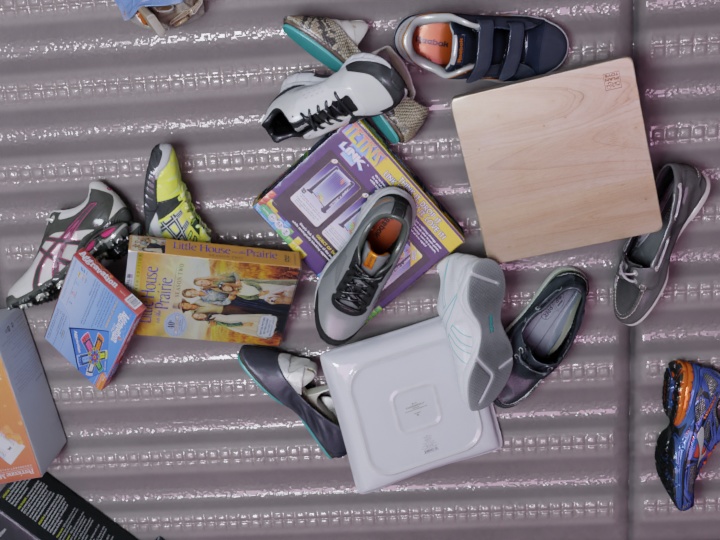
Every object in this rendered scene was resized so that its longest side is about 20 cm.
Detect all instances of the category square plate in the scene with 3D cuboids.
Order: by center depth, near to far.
[{"bbox_3d":[0.069,0.167,1.262,0.199,0.028,0.199,-17,105,-7],"label":"square plate"}]

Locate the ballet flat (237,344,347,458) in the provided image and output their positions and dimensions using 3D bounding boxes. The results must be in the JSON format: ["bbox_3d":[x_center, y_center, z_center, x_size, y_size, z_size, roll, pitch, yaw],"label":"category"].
[{"bbox_3d":[-0.067,0.152,1.272,0.073,0.073,0.200,-36,109,14],"label":"ballet flat"}]

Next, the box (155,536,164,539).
[{"bbox_3d":[-0.254,0.493,1.373,0.200,0.107,0.148,40,105,-10],"label":"box"}]

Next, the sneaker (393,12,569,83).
[{"bbox_3d":[0.136,-0.246,1.125,0.199,0.079,0.079,2,108,1],"label":"sneaker"}]

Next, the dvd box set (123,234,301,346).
[{"bbox_3d":[-0.181,0.027,1.204,0.199,0.029,0.147,6,134,-14],"label":"dvd box set"}]

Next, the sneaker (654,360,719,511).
[{"bbox_3d":[0.418,0.210,1.259,0.078,0.075,0.201,1,110,0],"label":"sneaker"}]

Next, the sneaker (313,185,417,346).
[{"bbox_3d":[0.000,0.000,1.154,0.074,0.079,0.201,24,108,-7],"label":"sneaker"}]

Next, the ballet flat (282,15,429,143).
[{"bbox_3d":[0.002,-0.234,1.151,0.200,0.068,0.075,44,84,-16],"label":"ballet flat"}]

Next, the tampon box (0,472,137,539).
[{"bbox_3d":[-0.422,0.384,1.338,0.200,0.126,0.150,40,105,-9],"label":"tampon box"}]

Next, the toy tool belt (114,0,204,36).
[{"bbox_3d":[-0.245,-0.351,1.090,0.124,0.123,0.201,-22,105,10],"label":"toy tool belt"}]

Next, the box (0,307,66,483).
[{"bbox_3d":[-0.473,0.162,1.284,0.124,0.098,0.201,-11,107,7],"label":"box"}]

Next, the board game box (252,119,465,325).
[{"bbox_3d":[-0.001,-0.063,1.204,0.165,0.057,0.200,-40,102,12],"label":"board game box"}]

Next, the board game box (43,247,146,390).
[{"bbox_3d":[-0.322,0.063,1.219,0.103,0.019,0.200,43,139,4],"label":"board game box"}]

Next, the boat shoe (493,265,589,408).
[{"bbox_3d":[0.218,0.091,1.231,0.074,0.066,0.200,32,104,-9],"label":"boat shoe"}]

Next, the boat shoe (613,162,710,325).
[{"bbox_3d":[0.336,-0.033,1.181,0.057,0.067,0.201,17,103,-32],"label":"boat shoe"}]

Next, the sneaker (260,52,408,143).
[{"bbox_3d":[-0.030,-0.178,1.103,0.200,0.080,0.074,-6,131,49],"label":"sneaker"}]

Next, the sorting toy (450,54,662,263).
[{"bbox_3d":[0.223,-0.128,1.153,0.199,0.070,0.200,-11,108,14],"label":"sorting toy"}]

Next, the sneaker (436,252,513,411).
[{"bbox_3d":[0.133,0.071,1.214,0.070,0.080,0.201,-17,114,-30],"label":"sneaker"}]

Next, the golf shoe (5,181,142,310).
[{"bbox_3d":[-0.360,-0.024,1.240,0.200,0.077,0.088,-34,83,11],"label":"golf shoe"}]

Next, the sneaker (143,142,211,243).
[{"bbox_3d":[-0.218,-0.059,1.217,0.076,0.076,0.201,-2,118,-4],"label":"sneaker"}]
